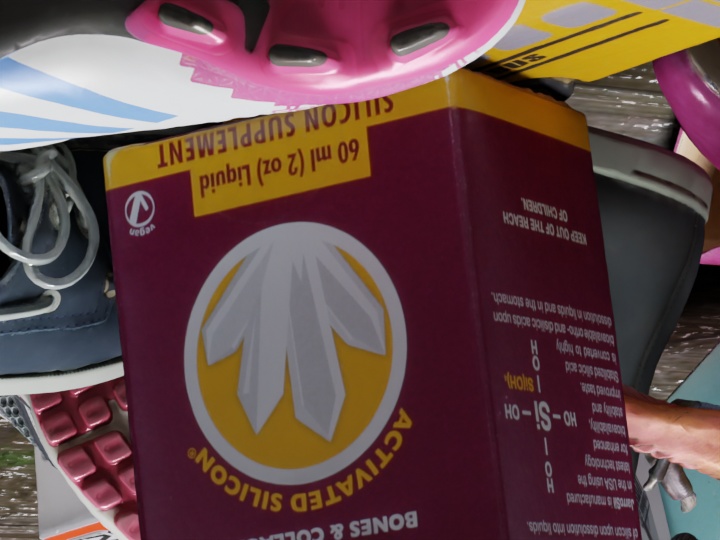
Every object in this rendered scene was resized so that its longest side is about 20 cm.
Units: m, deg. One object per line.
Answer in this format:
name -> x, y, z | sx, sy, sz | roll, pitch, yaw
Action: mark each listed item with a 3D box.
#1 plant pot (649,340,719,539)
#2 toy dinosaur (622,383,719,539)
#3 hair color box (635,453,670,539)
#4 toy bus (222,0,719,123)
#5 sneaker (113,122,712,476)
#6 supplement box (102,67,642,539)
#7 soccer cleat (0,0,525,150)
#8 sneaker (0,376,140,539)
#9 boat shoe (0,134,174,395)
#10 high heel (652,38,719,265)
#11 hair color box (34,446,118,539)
plant pot -> 0.166, 0.113, 1.068 | 0.201, 0.161, 0.201 | -46, 173, -7
toy dinosaur -> 0.159, 0.084, 0.789 | 0.181, 0.106, 0.200 | -1, 154, 36
hair color box -> 0.049, 0.126, 0.894 | 0.064, 0.110, 0.200 | -12, -177, 24
toy bus -> 0.053, -0.088, 0.731 | 0.199, 0.066, 0.078 | -17, 163, 39
sneaker -> 0.000, 0.000, 0.865 | 0.199, 0.107, 0.075 | 11, 166, 12
supplement box -> 0.007, 0.060, 0.746 | 0.110, 0.201, 0.086 | -12, 168, 28
soccer cleat -> -0.053, -0.069, 0.718 | 0.199, 0.070, 0.086 | -4, 172, 10
sneaker -> -0.080, 0.022, 0.877 | 0.081, 0.200, 0.075 | -41, 164, -12
boat shoe -> -0.108, -0.009, 0.781 | 0.199, 0.075, 0.062 | -10, 143, -31
high heel -> 0.110, -0.037, 0.911 | 0.096, 0.068, 0.200 | -26, 168, 22
hair color box -> -0.028, 0.031, 1.011 | 0.199, 0.102, 0.061 | -18, 159, 34
